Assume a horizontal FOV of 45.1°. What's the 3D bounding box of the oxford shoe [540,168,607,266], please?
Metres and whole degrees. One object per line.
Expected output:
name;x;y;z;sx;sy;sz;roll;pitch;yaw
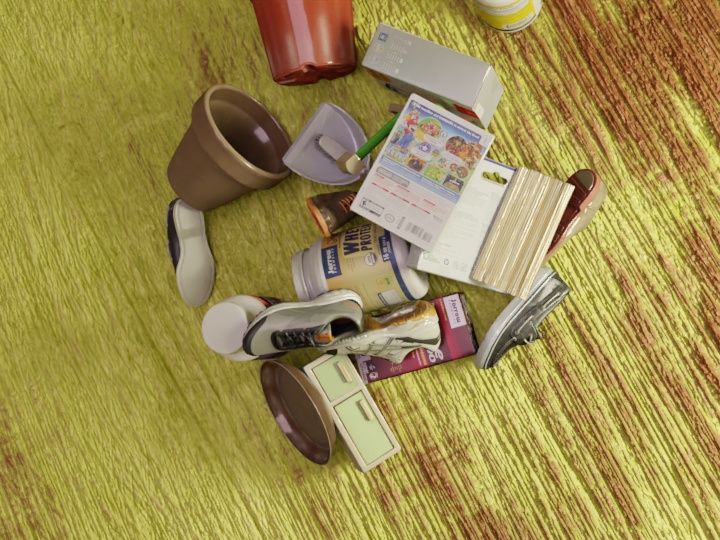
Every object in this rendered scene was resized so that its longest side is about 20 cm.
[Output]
oxford shoe;0.324;-0.064;1.384;0.200;0.075;0.070;-50;44;12

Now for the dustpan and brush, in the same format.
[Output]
dustpan and brush;-0.016;-0.185;1.499;0.200;0.057;0.140;36;81;-13

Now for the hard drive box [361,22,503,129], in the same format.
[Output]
hard drive box;0.122;-0.317;1.422;0.200;0.156;0.077;25;94;17

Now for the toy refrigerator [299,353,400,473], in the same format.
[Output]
toy refrigerator;-0.018;0.230;1.444;0.076;0.070;0.200;-29;87;-13

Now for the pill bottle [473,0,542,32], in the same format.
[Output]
pill bottle;0.226;-0.462;1.376;0.111;0.200;0.112;-1;86;16

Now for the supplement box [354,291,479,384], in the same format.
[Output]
supplement box;0.089;0.114;1.453;0.200;0.061;0.109;-18;83;14

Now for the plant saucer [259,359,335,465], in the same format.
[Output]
plant saucer;-0.101;0.233;1.458;0.032;0.200;0.200;-30;75;-29

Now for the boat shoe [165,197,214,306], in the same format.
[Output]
boat shoe;-0.317;-0.034;1.583;0.060;0.074;0.200;7;108;57

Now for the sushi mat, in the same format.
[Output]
sushi mat;0.254;-0.061;1.357;0.096;0.012;0.200;22;87;21

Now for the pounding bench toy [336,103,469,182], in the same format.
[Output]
pounding bench toy;0.074;-0.199;1.390;0.124;0.200;0.156;26;95;58

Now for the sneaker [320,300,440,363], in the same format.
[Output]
sneaker;0.033;0.118;1.392;0.200;0.076;0.088;-14;115;14

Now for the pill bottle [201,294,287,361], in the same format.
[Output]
pill bottle;-0.187;0.097;1.463;0.111;0.200;0.112;-1;86;16

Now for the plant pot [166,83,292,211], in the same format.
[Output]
plant pot;-0.243;-0.197;1.523;0.175;0.200;0.200;-37;76;31

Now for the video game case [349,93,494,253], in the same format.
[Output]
video game case;0.093;-0.147;1.311;0.143;0.018;0.200;29;93;6

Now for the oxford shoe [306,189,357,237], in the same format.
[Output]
oxford shoe;-0.039;-0.106;1.434;0.073;0.200;0.071;-27;98;11

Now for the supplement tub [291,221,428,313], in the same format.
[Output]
supplement tub;0.000;0.000;1.443;0.200;0.144;0.145;-17;82;15

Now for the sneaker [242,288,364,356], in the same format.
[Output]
sneaker;-0.088;0.090;1.348;0.200;0.074;0.079;-19;39;-3

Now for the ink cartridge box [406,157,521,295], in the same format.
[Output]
ink cartridge box;0.184;-0.078;1.382;0.041;0.199;0.200;19;93;60

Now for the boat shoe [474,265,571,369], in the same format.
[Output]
boat shoe;0.262;0.087;1.396;0.071;0.072;0.200;38;95;20

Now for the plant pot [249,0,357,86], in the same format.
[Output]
plant pot;-0.093;-0.429;1.484;0.200;0.201;0.196;-9;92;16
